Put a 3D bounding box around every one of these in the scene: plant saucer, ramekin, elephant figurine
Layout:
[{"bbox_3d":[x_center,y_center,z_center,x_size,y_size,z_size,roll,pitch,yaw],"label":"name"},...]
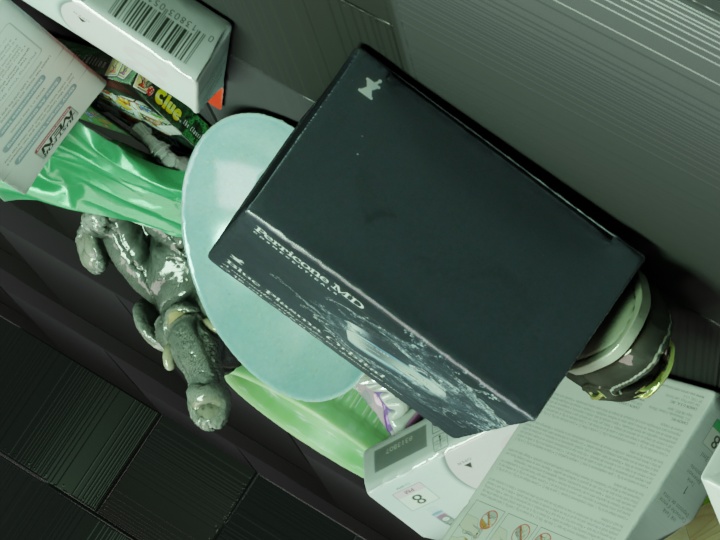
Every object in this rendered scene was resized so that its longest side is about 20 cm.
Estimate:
[{"bbox_3d":[-0.043,-0.012,1.400,0.201,0.039,0.201,22,121,41],"label":"plant saucer"},{"bbox_3d":[-0.014,0.104,1.842,0.200,0.098,0.200,31,168,7],"label":"ramekin"},{"bbox_3d":[-0.125,0.024,1.607,0.200,0.155,0.142,59,150,6],"label":"elephant figurine"}]

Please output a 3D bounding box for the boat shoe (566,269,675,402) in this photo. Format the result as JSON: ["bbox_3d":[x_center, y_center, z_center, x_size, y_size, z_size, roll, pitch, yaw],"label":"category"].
[{"bbox_3d":[0.153,0.042,1.216,0.061,0.072,0.201,35,176,-4],"label":"boat shoe"}]

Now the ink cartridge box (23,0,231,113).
[{"bbox_3d":[-0.161,-0.151,1.313,0.163,0.057,0.200,33,164,1],"label":"ink cartridge box"}]

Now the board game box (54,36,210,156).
[{"bbox_3d":[-0.192,-0.133,1.532,0.200,0.023,0.105,21,165,45],"label":"board game box"}]

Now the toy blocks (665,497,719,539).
[{"bbox_3d":[0.261,0.218,1.439,0.137,0.200,0.100,41,-154,-40],"label":"toy blocks"}]

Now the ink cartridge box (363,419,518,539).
[{"bbox_3d":[0.126,0.166,1.587,0.163,0.057,0.200,-30,126,25],"label":"ink cartridge box"}]

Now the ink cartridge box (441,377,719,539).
[{"bbox_3d":[0.144,0.155,1.373,0.050,0.200,0.161,39,167,-30],"label":"ink cartridge box"}]

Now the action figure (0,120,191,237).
[{"bbox_3d":[-0.164,-0.068,1.505,0.200,0.055,0.118,19,142,9],"label":"action figure"}]

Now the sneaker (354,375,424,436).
[{"bbox_3d":[0.017,0.067,1.597,0.088,0.080,0.200,32,166,41],"label":"sneaker"}]

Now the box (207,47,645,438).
[{"bbox_3d":[0.029,-0.008,1.207,0.197,0.117,0.200,36,168,-4],"label":"box"}]

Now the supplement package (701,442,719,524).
[{"bbox_3d":[0.264,0.112,1.069,0.121,0.120,0.200,26,167,24],"label":"supplement package"}]

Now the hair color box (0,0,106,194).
[{"bbox_3d":[-0.247,-0.127,1.360,0.061,0.099,0.200,36,178,18],"label":"hair color box"}]
